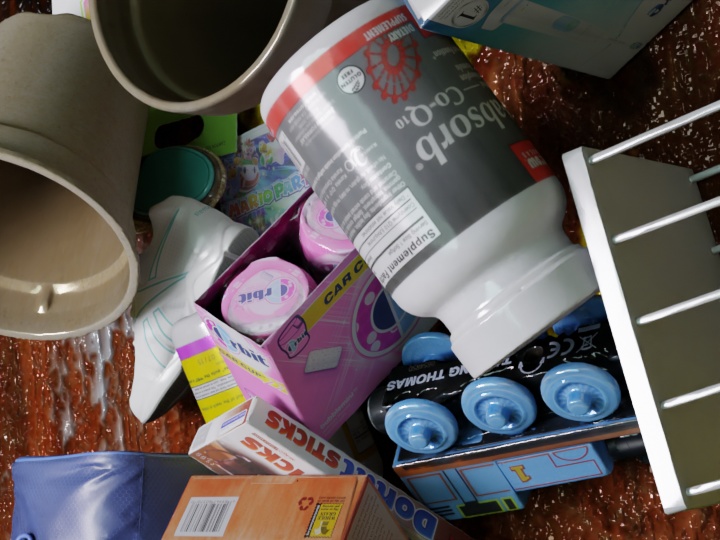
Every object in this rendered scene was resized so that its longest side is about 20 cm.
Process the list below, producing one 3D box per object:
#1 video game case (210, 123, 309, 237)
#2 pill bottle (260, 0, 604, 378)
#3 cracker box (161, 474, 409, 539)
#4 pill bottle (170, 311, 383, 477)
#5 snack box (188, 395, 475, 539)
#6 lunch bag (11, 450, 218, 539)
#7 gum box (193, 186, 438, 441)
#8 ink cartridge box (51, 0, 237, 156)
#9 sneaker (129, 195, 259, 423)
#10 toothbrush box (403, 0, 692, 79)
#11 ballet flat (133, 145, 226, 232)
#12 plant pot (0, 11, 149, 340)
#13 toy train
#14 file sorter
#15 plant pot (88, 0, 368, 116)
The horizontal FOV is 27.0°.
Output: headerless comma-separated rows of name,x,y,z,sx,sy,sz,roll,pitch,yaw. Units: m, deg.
video game case,-0.041,-0.017,1.107,0.143,0.018,0.200,-21,75,38
pill bottle,0.043,-0.047,0.846,0.116,0.116,0.200,-41,81,31
cracker box,-0.020,0.214,0.964,0.134,0.200,0.058,-5,43,30
pill bottle,-0.049,0.111,1.040,0.104,0.104,0.200,-22,89,37
snack box,-0.010,0.150,0.957,0.072,0.200,0.024,-33,29,46
lunch bag,-0.157,0.197,1.076,0.136,0.200,0.133,-10,79,42
gum box,0.000,0.000,0.953,0.066,0.114,0.200,28,64,36
ink cartridge box,-0.169,-0.182,1.172,0.148,0.076,0.200,-10,79,43
sneaker,-0.141,0.028,1.132,0.080,0.070,0.200,34,123,16
toothbrush box,0.122,-0.199,0.860,0.146,0.200,0.085,-45,60,30
ballet flat,-0.164,-0.057,1.182,0.200,0.065,0.071,2,66,41
plant pot,-0.238,-0.082,1.094,0.200,0.200,0.184,-27,38,36
toy train,0.104,0.086,0.924,0.200,0.114,0.087,-15,37,28
file sorter,0.220,0.014,0.813,0.124,0.139,0.200,-24,74,34
plant pot,-0.055,-0.198,1.024,0.200,0.173,0.200,-2,88,40
